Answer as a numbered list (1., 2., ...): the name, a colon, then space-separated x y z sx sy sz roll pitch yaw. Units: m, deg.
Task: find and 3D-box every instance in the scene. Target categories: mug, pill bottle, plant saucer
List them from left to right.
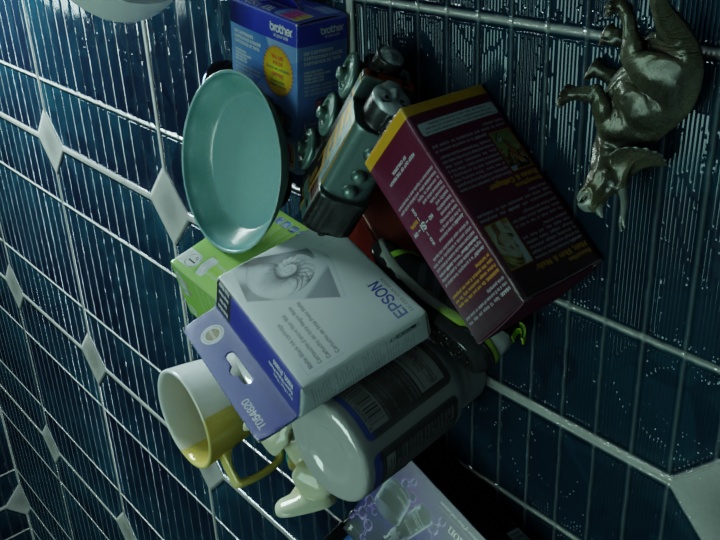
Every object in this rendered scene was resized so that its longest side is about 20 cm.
1. mug: -0.196 0.207 1.316 0.148 0.151 0.191 5 112 52
2. plant saucer: -0.137 -0.123 1.005 0.198 0.035 0.205 10 103 47
3. plant saucer: 0.000 0.000 1.041 0.203 0.036 0.200 62 144 9
4. pill bottle: 0.035 0.137 0.916 0.113 0.198 0.116 28 132 36

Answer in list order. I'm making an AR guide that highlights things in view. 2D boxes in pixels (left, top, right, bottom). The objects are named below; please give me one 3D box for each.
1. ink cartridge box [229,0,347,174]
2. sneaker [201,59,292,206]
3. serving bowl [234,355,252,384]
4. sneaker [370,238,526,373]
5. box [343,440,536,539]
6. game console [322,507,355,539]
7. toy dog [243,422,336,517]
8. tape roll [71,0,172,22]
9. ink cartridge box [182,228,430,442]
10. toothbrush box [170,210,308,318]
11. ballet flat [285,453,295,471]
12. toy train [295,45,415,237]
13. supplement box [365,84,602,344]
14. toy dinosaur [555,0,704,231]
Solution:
1. ink cartridge box: -0.082 -0.230 0.997 0.135 0.075 0.204 31 130 41
2. sneaker: -0.145 -0.168 1.134 0.203 0.065 0.078 64 161 5
3. serving bowl: -0.126 0.063 1.205 0.199 0.064 0.205 32 127 56
4. sneaker: 0.091 0.023 0.901 0.200 0.082 0.072 45 167 35
5. box: 0.091 0.307 1.004 0.200 0.078 0.143 42 118 31
6. game console: 0.047 0.356 1.096 0.200 0.115 0.178 45 139 29
7. toy dog: -0.053 0.172 1.075 0.190 0.139 0.204 -12 103 27
8. tape roll: -0.291 -0.411 1.073 0.070 0.200 0.207 -7 103 53
9. ink cartridge box: -0.063 0.049 0.884 0.199 0.198 0.041 43 156 44
10. toothbrush box: -0.102 0.022 1.021 0.198 0.145 0.087 30 147 41
11. ballet flat: -0.064 0.218 1.225 0.070 0.070 0.204 38 135 36
12. toy train: -0.006 -0.128 0.902 0.201 0.083 0.116 -54 32 43
13. supplement box: 0.108 -0.054 0.799 0.202 0.109 0.086 59 145 14
14. toy dinosaur: 0.213 -0.140 0.660 0.102 0.077 0.202 39 133 17
